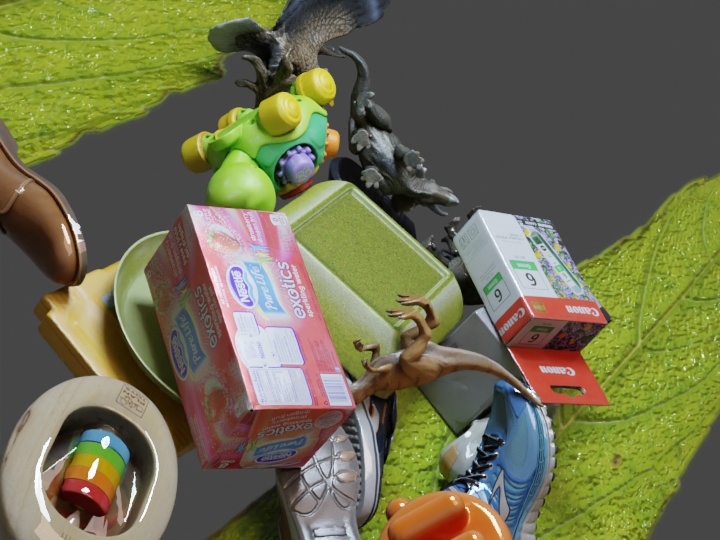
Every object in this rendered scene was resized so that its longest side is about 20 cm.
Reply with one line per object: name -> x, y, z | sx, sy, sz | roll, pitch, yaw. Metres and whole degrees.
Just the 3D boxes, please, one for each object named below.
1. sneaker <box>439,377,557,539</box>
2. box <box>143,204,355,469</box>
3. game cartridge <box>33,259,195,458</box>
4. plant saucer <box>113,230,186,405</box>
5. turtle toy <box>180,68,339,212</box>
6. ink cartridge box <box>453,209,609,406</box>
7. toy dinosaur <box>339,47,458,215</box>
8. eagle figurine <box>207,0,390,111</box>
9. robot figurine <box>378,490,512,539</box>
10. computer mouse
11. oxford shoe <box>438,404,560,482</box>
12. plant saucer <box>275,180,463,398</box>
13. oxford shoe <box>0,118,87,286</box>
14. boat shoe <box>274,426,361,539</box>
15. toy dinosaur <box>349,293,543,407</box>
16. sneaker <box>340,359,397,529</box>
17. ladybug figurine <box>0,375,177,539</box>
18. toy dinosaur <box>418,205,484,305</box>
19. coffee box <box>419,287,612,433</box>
sneaker -> 0.117, 0.195, 1.340 | 0.089, 0.078, 0.202 | 10, 87, -20
box -> -0.095, 0.054, 1.221 | 0.102, 0.095, 0.201 | 4, 51, -36
game cartridge -> -0.166, 0.064, 1.301 | 0.176, 0.032, 0.200 | 49, 35, 7
plant saucer -> -0.131, 0.054, 1.297 | 0.199, 0.031, 0.201 | 25, 39, -23
turtle toy -> -0.096, -0.112, 1.475 | 0.102, 0.145, 0.200 | 60, 35, -12
ink cartridge box -> 0.178, 0.036, 1.452 | 0.108, 0.050, 0.201 | 6, 47, -40
toy dinosaur -> 0.017, -0.129, 1.529 | 0.200, 0.077, 0.102 | 53, -2, 1
eagle figurine -> -0.065, -0.248, 1.631 | 0.151, 0.152, 0.201 | 11, 48, 17
robot figurine -> 0.077, 0.256, 1.229 | 0.143, 0.200, 0.117 | 16, 61, 24
computer mouse -> 0.024, -0.020, 1.563 | 0.200, 0.046, 0.141 | 42, 29, -23
oxford shoe -> 0.140, 0.164, 1.470 | 0.058, 0.076, 0.200 | 28, 29, 24
plant saucer -> 0.000, 0.000, 1.399 | 0.200, 0.048, 0.200 | 42, 34, 5
oxford shoe -> -0.303, -0.055, 1.263 | 0.071, 0.072, 0.200 | -18, 55, -46
boat shoe -> -0.039, 0.211, 1.243 | 0.075, 0.072, 0.201 | 5, 52, -18
toy dinosaur -> 0.056, 0.078, 1.310 | 0.198, 0.107, 0.060 | -9, 17, -13
sneaker -> -0.002, 0.142, 1.342 | 0.079, 0.078, 0.201 | 19, 46, -39
ladybug figurine -> -0.209, 0.163, 1.123 | 0.135, 0.072, 0.200 | 35, 37, -11
toy dinosaur -> 0.118, -0.003, 1.559 | 0.103, 0.077, 0.200 | 53, 23, 9
coffee box -> 0.158, 0.077, 1.532 | 0.080, 0.113, 0.200 | 51, 37, 12
